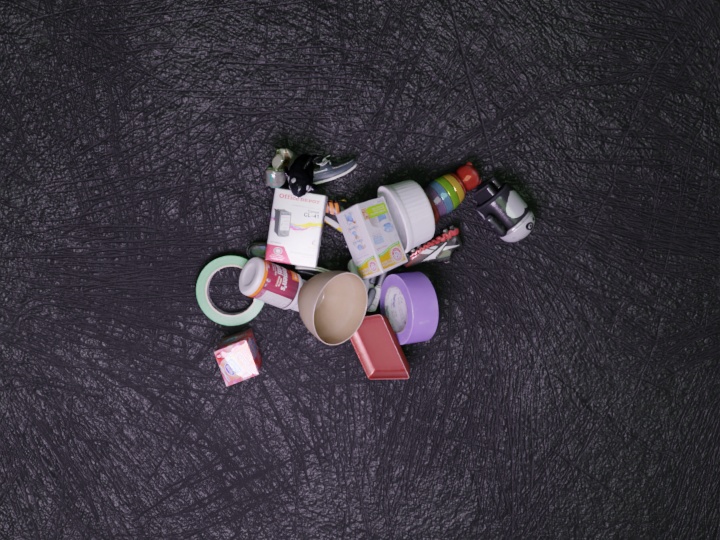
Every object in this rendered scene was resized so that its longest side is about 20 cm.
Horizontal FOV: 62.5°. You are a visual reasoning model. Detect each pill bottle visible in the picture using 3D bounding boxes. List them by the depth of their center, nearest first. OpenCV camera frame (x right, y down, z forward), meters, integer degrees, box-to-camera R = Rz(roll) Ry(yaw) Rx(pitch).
[{"bbox_3d":[-0.231,0.045,1.661,0.199,0.109,0.110,24,91,-38],"label":"pill bottle"}]

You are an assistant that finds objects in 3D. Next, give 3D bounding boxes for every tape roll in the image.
[{"bbox_3d":[0.135,0.107,1.691,0.084,0.200,0.202,-5,95,-23],"label":"tape roll"},{"bbox_3d":[-0.369,0.056,1.710,0.198,0.048,0.203,0,93,-7],"label":"tape roll"}]

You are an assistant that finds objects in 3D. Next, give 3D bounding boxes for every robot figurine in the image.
[{"bbox_3d":[0.426,-0.178,1.752,0.150,0.125,0.200,-42,97,0],"label":"robot figurine"}]

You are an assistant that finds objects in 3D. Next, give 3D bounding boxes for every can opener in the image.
[{"bbox_3d":[0.051,0.028,1.754,0.052,0.066,0.202,19,86,-11],"label":"can opener"}]

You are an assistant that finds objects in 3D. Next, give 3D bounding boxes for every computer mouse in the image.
[{"bbox_3d":[0.000,0.000,1.710,0.109,0.044,0.202,6,82,-43],"label":"computer mouse"}]

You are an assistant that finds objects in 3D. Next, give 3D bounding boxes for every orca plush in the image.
[{"bbox_3d":[-0.137,-0.275,1.592,0.105,0.200,0.071,42,126,-7],"label":"orca plush"}]

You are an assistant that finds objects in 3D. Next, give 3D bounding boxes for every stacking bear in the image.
[{"bbox_3d":[0.261,-0.235,1.741,0.199,0.114,0.122,-36,97,-8],"label":"stacking bear"}]

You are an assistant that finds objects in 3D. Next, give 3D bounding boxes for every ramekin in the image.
[{"bbox_3d":[0.131,-0.158,1.686,0.097,0.200,0.202,-21,96,-13],"label":"ramekin"}]

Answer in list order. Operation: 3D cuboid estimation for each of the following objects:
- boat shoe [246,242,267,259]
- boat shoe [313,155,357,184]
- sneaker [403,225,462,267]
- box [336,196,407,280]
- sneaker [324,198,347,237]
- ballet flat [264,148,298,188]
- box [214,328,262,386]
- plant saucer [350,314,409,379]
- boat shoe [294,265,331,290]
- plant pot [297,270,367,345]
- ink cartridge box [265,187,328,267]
[{"bbox_3d":[-0.229,-0.052,1.714,0.198,0.057,0.069,-2,94,-7],"label":"boat shoe"},{"bbox_3d":[-0.109,-0.287,1.708,0.198,0.075,0.062,-20,107,4],"label":"boat shoe"},{"bbox_3d":[0.218,-0.051,1.762,0.199,0.071,0.099,-29,95,-6],"label":"sneaker"},{"bbox_3d":[0.033,-0.090,1.665,0.112,0.101,0.202,-21,91,-40],"label":"box"},{"bbox_3d":[-0.086,-0.181,1.722,0.199,0.070,0.090,37,83,-13],"label":"sneaker"},{"bbox_3d":[-0.214,-0.300,1.632,0.067,0.201,0.064,4,128,7],"label":"ballet flat"},{"bbox_3d":[-0.336,0.236,1.648,0.094,0.200,0.104,-19,97,-5],"label":"box"},{"bbox_3d":[0.052,0.218,1.717,0.037,0.199,0.201,-29,98,-34],"label":"plant saucer"},{"bbox_3d":[-0.100,0.030,1.729,0.198,0.075,0.063,21,85,-13],"label":"boat shoe"},{"bbox_3d":[-0.095,0.087,1.627,0.199,0.134,0.202,-18,117,-41],"label":"plant pot"},{"bbox_3d":[-0.176,-0.119,1.636,0.146,0.086,0.202,9,98,-2],"label":"ink cartridge box"}]
